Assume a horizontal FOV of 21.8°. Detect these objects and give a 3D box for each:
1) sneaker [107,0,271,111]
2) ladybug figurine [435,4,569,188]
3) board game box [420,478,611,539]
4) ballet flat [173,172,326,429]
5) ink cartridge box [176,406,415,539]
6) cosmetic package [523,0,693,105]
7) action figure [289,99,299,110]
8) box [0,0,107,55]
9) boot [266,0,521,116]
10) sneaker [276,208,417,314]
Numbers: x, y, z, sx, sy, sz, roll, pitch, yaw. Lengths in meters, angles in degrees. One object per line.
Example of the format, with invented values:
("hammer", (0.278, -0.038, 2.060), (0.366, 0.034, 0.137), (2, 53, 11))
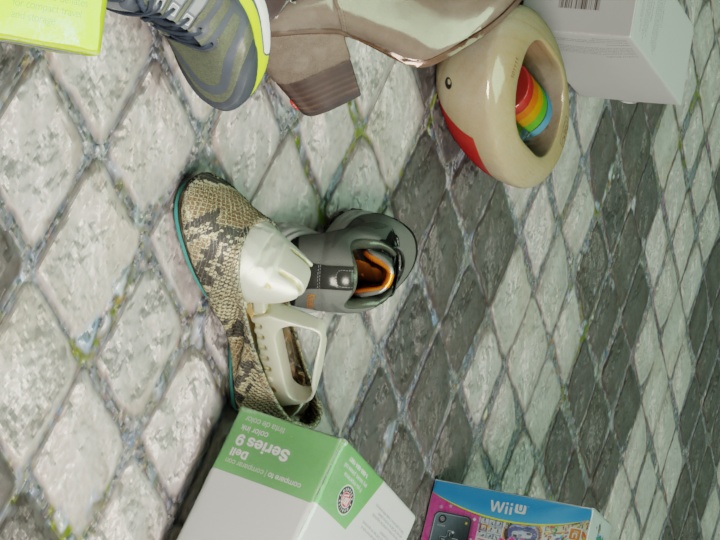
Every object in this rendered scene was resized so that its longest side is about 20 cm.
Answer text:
("sneaker", (-0.113, -0.158, 1.014), (0.081, 0.074, 0.201), (-57, 139, -31))
("ladybug figurine", (0.114, -0.139, 1.505), (0.200, 0.071, 0.137), (43, 58, -61))
("board game box", (0.112, 0.287, 1.548), (0.064, 0.147, 0.201), (42, 59, -59))
("ballet flat", (-0.057, 0.024, 1.173), (0.068, 0.075, 0.201), (-54, 144, -40))
("ink cartridge box", (-0.060, 0.210, 1.189), (0.201, 0.087, 0.145), (-66, 151, -18))
("cosmetic package", (0.225, -0.218, 1.686), (0.200, 0.107, 0.085), (29, 71, -66))
("action figure", (-0.019, -0.202, 1.225), (0.065, 0.051, 0.201), (25, 77, -69))
("box", (-0.164, -0.205, 0.844), (0.121, 0.048, 0.202), (5, 94, -38))
("boot", (0.003, -0.193, 1.157), (0.199, 0.070, 0.147), (-33, 119, -20))
("sneaker", (0.000, 0.000, 1.291), (0.200, 0.079, 0.075), (-14, 109, -66))
